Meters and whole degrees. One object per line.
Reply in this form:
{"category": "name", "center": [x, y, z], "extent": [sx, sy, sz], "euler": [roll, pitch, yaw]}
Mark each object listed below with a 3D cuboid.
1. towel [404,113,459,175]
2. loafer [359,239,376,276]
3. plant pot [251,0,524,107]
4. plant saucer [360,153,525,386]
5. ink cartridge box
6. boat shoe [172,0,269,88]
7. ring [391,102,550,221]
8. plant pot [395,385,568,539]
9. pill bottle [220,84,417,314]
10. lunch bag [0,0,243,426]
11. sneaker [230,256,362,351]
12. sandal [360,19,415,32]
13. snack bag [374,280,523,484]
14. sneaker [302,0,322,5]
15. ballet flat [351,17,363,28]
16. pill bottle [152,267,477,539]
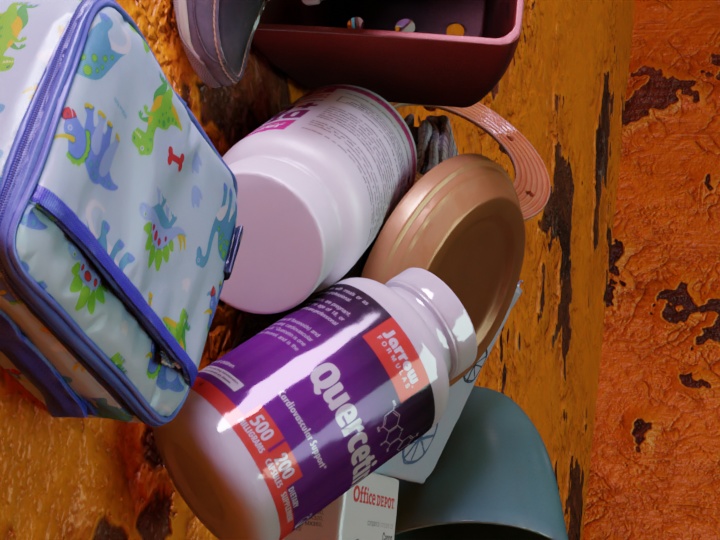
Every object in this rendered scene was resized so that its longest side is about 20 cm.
{"category": "towel", "center": [0.057, -0.037, 1.214], "extent": [0.200, 0.085, 0.166], "euler": [-80, 156, -55]}
{"category": "loafer", "center": [0.000, 0.000, 1.083], "extent": [0.063, 0.071, 0.201], "euler": [-65, 155, -43]}
{"category": "plant pot", "center": [0.029, -0.225, 0.969], "extent": [0.176, 0.199, 0.201], "euler": [70, 27, -71]}
{"category": "plant saucer", "center": [0.066, 0.013, 0.952], "extent": [0.200, 0.037, 0.201], "euler": [-35, 139, -39]}
{"category": "ink cartridge box", "center": [-0.035, 0.246, 0.962], "extent": [0.145, 0.084, 0.201], "euler": [38, 55, -69]}
{"category": "boat shoe", "center": [-0.071, -0.216, 0.818], "extent": [0.074, 0.073, 0.201], "euler": [34, 59, -69]}
{"category": "ring", "center": [0.078, -0.105, 1.147], "extent": [0.019, 0.199, 0.201], "euler": [-64, 179, 37]}
{"category": "plant pot", "center": [0.095, 0.208, 1.217], "extent": [0.201, 0.199, 0.162], "euler": [68, 17, -52]}
{"category": "pill bottle", "center": [-0.038, -0.052, 0.878], "extent": [0.200, 0.113, 0.114], "euler": [-52, 140, -63]}
{"category": "lunch bag", "center": [-0.134, -0.021, 0.632], "extent": [0.200, 0.082, 0.162], "euler": [65, 35, -54]}
{"category": "sneaker", "center": [-0.047, 0.050, 0.952], "extent": [0.201, 0.067, 0.090], "euler": [-65, 158, -52]}
{"category": "sandal", "center": [0.020, -0.198, 1.120], "extent": [0.203, 0.050, 0.083], "euler": [-48, 176, -36]}
{"category": "snack bag", "center": [0.054, 0.076, 1.040], "extent": [0.201, 0.021, 0.188], "euler": [-63, 150, -1]}
{"category": "sneaker", "center": [0.013, -0.247, 0.799], "extent": [0.075, 0.106, 0.201], "euler": [65, 27, -45]}
{"category": "ballet flat", "center": [0.044, -0.293, 1.186], "extent": [0.069, 0.071, 0.201], "euler": [71, 27, -51]}
{"category": "pill bottle", "center": [-0.023, 0.079, 0.803], "extent": [0.199, 0.112, 0.113], "euler": [-33, 131, -26]}
